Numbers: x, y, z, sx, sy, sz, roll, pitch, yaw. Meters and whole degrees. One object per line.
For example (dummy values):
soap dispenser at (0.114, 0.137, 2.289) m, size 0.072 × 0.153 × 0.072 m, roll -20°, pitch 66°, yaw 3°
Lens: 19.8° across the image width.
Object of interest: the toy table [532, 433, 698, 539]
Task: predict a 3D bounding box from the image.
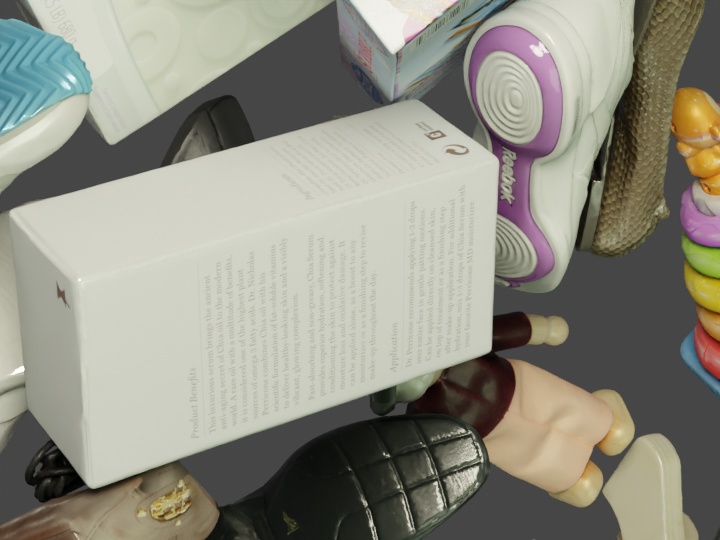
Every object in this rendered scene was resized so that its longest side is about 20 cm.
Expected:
toy table at (0.164, 0.202, 1.231) m, size 0.199 × 0.117 × 0.184 m, roll 9°, pitch 125°, yaw -49°

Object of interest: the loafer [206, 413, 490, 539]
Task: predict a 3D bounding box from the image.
loafer at (-0.015, 0.131, 1.091) m, size 0.199 × 0.073 × 0.072 m, roll -25°, pitch 162°, yaw 19°

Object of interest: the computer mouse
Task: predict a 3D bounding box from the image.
computer mouse at (-0.079, 0.020, 0.966) m, size 0.202 × 0.046 × 0.140 m, roll -65°, pitch 168°, yaw 4°

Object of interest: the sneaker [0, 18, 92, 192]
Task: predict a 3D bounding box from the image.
sneaker at (-0.190, -0.032, 0.852) m, size 0.199 × 0.077 × 0.081 m, roll -28°, pitch 139°, yaw 15°

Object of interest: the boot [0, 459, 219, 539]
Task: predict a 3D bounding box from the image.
boot at (-0.124, 0.130, 0.949) m, size 0.199 × 0.065 × 0.186 m, roll -30°, pitch 171°, yaw 32°

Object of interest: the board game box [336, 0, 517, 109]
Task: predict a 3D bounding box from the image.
board game box at (0.077, -0.153, 0.891) m, size 0.200 × 0.041 × 0.200 m, roll -39°, pitch 177°, yaw -3°

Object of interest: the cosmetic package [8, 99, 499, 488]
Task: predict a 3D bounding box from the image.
cosmetic package at (-0.042, 0.006, 0.878) m, size 0.198 × 0.071 × 0.102 m, roll -17°, pitch 125°, yaw -27°

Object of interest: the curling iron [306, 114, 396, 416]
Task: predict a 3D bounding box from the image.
curling iron at (0.000, 0.000, 0.996) m, size 0.049 × 0.026 × 0.201 m, roll -11°, pitch 138°, yaw 0°

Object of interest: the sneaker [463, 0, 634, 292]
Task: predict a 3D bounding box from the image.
sneaker at (0.092, -0.063, 0.960) m, size 0.100 × 0.075 × 0.201 m, roll -46°, pitch 161°, yaw -30°

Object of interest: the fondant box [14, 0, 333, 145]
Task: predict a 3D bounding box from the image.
fondant box at (-0.060, -0.167, 0.860) m, size 0.199 × 0.058 × 0.145 m, roll -35°, pitch 136°, yaw -9°

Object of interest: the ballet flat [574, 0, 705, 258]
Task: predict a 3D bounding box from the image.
ballet flat at (0.142, -0.089, 0.993) m, size 0.046 × 0.068 × 0.202 m, roll 8°, pitch 124°, yaw -2°

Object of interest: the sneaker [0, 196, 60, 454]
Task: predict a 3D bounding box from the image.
sneaker at (-0.179, 0.054, 0.950) m, size 0.200 × 0.075 × 0.089 m, roll -51°, pitch 168°, yaw -8°

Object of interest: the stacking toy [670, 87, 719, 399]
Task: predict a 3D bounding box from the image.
stacking toy at (0.214, -0.022, 1.140) m, size 0.109 × 0.116 × 0.201 m, roll -32°, pitch 121°, yaw -5°

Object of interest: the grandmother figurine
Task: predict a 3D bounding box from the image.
grandmother figurine at (0.065, 0.072, 1.130) m, size 0.199 × 0.060 × 0.122 m, roll 32°, pitch 82°, yaw -41°
